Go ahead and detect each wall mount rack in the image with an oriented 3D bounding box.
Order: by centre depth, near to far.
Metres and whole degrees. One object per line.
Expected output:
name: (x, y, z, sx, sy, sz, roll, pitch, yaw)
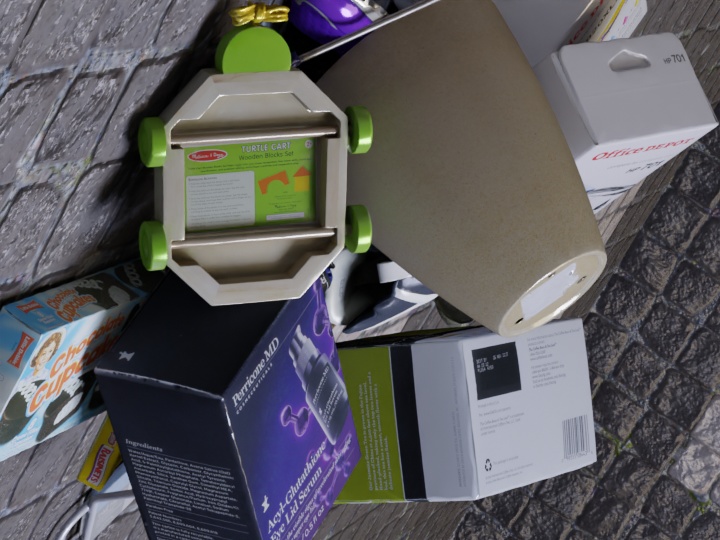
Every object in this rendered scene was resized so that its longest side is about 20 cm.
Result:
wall mount rack: (-0.168, 0.179, 1.828, 0.200, 0.074, 0.174, -45, 163, -42)

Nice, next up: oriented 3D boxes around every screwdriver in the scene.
screwdriver: (-0.028, -0.151, 1.476, 0.200, 0.029, 0.028, -30, 171, -12)

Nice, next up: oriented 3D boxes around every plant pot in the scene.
plant pot: (0.077, -0.057, 1.547, 0.187, 0.200, 0.187, -31, 159, -13)

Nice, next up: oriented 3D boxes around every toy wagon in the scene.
toy wagon: (-0.069, -0.078, 1.444, 0.040, 0.155, 0.201, -147, -125, -64)

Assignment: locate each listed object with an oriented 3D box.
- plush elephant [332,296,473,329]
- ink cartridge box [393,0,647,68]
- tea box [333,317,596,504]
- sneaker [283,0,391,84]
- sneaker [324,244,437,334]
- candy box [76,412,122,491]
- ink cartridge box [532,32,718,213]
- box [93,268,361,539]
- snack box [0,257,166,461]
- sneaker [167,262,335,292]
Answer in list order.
plush elephant: (0.059, -0.012, 1.995, 0.165, 0.155, 0.200, -46, 164, -35)
ink cartridge box: (0.131, -0.219, 1.772, 0.147, 0.145, 0.200, -54, 166, -3)
tea box: (0.064, 0.118, 1.870, 0.200, 0.196, 0.134, -7, 92, -54)
sneaker: (-0.028, -0.144, 1.560, 0.100, 0.070, 0.200, -48, 164, -8)
sneaker: (0.000, 0.000, 1.686, 0.129, 0.199, 0.080, -14, 100, -34)
candy box: (-0.151, 0.074, 1.651, 0.102, 0.026, 0.200, -59, 180, 32)
ink cartridge box: (0.152, -0.094, 1.699, 0.146, 0.086, 0.200, -12, 164, -40)
box: (-0.089, 0.102, 1.549, 0.148, 0.104, 0.200, -57, 147, -39)
snack box: (-0.204, 0.062, 1.493, 0.116, 0.037, 0.200, -60, 167, 20)
sneaker: (-0.068, -0.033, 1.584, 0.081, 0.115, 0.200, -48, 165, -32)
